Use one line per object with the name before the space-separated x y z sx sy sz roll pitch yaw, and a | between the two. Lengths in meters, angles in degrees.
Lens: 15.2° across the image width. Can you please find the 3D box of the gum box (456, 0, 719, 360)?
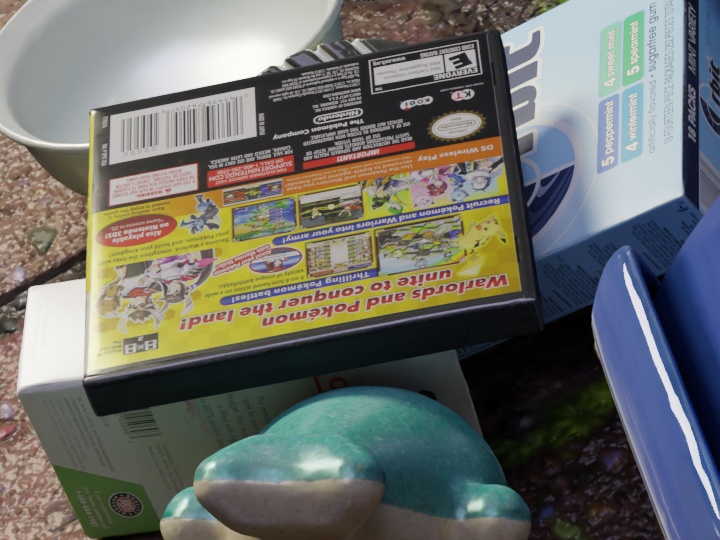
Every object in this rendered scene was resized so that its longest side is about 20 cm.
gum box | 0.082 -0.048 1.298 0.200 0.045 0.170 -24 40 29

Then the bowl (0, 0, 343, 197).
bowl | -0.090 -0.093 1.409 0.201 0.090 0.201 -14 36 11

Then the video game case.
video game case | -0.025 -0.025 1.212 0.200 0.026 0.181 -11 44 6

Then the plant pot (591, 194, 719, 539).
plant pot | 0.213 0.064 1.090 0.180 0.200 0.200 -30 43 13

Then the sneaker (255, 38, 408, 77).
sneaker | -0.040 -0.035 1.324 0.200 0.090 0.078 -43 73 3

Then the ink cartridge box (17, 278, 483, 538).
ink cartridge box | -0.045 0.054 1.244 0.200 0.117 0.067 -7 47 10

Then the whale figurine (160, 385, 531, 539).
whale figurine | -0.007 0.090 1.129 0.159 0.200 0.104 -2 72 15
